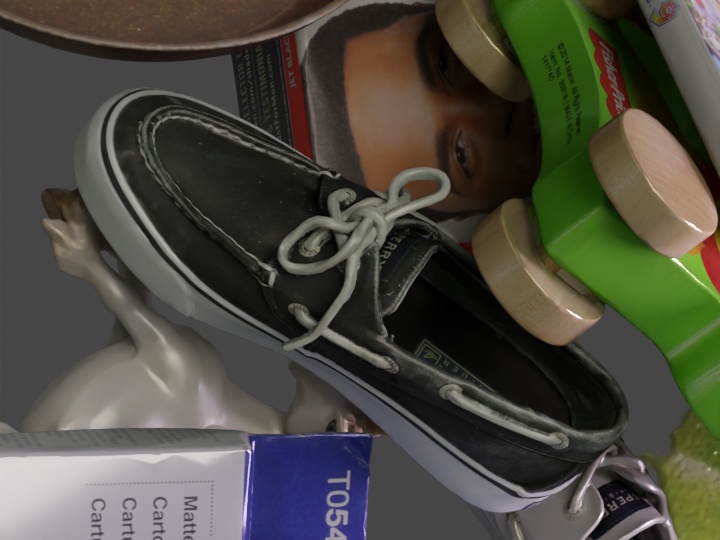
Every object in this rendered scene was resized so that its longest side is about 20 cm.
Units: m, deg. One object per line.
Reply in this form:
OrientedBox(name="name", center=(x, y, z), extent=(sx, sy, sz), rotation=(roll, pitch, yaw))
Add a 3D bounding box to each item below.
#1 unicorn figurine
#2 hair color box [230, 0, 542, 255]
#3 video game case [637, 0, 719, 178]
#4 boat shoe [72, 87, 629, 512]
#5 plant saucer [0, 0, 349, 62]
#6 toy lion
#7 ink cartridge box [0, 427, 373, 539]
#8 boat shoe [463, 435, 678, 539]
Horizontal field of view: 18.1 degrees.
OrientedBox(name="unicorn figurine", center=(-0.081, 0.043, 0.761), extent=(0.199, 0.074, 0.138), rotation=(-32, 104, -16))
OrientedBox(name="hair color box", center=(0.056, -0.054, 0.851), extent=(0.199, 0.061, 0.102), rotation=(-5, 81, -27))
OrientedBox(name="video game case", center=(0.136, -0.080, 0.789), extent=(0.143, 0.018, 0.201), rotation=(25, 37, -46))
OrientedBox(name="boat shoe", center=(-0.001, 0.002, 0.730), extent=(0.199, 0.068, 0.074), rotation=(41, 55, -3))
OrientedBox(name="plant saucer", center=(-0.081, -0.137, 0.778), extent=(0.199, 0.037, 0.201), rotation=(7, 50, -8))
OrientedBox(name="toy lion", center=(0.118, -0.008, 0.765), extent=(0.191, 0.069, 0.201), rotation=(36, 30, -31))
OrientedBox(name="ink cartridge box", center=(-0.085, 0.150, 0.708), extent=(0.198, 0.041, 0.201), rotation=(0, 96, -23))
OrientedBox(name="boat shoe", center=(0.081, 0.092, 0.828), extent=(0.072, 0.066, 0.201), rotation=(-17, 87, -28))
